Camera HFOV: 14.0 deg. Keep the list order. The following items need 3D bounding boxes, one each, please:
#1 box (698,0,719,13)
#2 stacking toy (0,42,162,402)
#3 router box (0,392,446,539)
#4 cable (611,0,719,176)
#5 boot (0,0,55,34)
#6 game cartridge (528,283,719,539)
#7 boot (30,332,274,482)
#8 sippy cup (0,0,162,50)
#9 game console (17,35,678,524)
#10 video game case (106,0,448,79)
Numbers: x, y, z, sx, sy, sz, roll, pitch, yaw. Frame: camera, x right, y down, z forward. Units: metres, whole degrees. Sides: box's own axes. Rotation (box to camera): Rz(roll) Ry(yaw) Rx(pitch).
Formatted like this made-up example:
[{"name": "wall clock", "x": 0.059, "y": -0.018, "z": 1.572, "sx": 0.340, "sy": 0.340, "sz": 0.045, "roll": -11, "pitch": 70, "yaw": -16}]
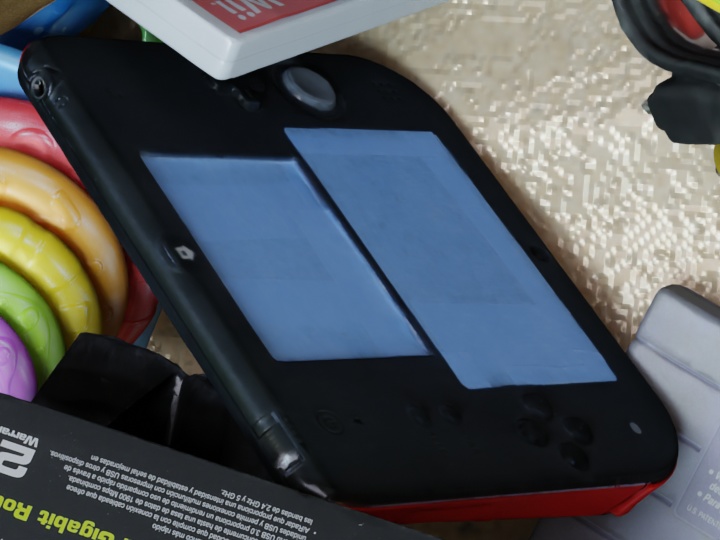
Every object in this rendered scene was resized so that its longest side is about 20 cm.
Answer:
[{"name": "box", "x": 0.076, "y": -0.130, "z": 0.818, "sx": 0.200, "sy": 0.064, "sz": 0.070, "roll": 35, "pitch": 111, "yaw": 36}, {"name": "stacking toy", "x": -0.130, "y": 0.025, "z": 0.936, "sx": 0.109, "sy": 0.200, "sz": 0.116, "roll": 23, "pitch": 125, "yaw": -2}, {"name": "router box", "x": -0.035, "y": 0.122, "z": 0.859, "sx": 0.199, "sy": 0.150, "sz": 0.062, "roll": 18, "pitch": 59, "yaw": 6}, {"name": "cable", "x": 0.128, "y": -0.064, "z": 0.887, "sx": 0.050, "sy": 0.200, "sz": 0.098, "roll": -23, "pitch": 101, "yaw": -13}, {"name": "boot", "x": -0.101, "y": -0.107, "z": 0.877, "sx": 0.074, "sy": 0.075, "sz": 0.200, "roll": 53, "pitch": 140, "yaw": -4}, {"name": "game cartridge", "x": 0.157, "y": 0.104, "z": 0.956, "sx": 0.200, "sy": 0.038, "sz": 0.130, "roll": 32, "pitch": 98, "yaw": 21}, {"name": "boot", "x": -0.006, "y": 0.106, "z": 0.939, "sx": 0.164, "sy": 0.200, "sz": 0.066, "roll": 8, "pitch": 54, "yaw": 24}, {"name": "sippy cup", "x": -0.157, "y": -0.099, "z": 1.052, "sx": 0.131, "sy": 0.139, "sz": 0.178, "roll": -60, "pitch": 40, "yaw": 23}, {"name": "game console", "x": 0.000, "y": 0.000, "z": 0.933, "sx": 0.031, "sy": 0.176, "sz": 0.200, "roll": -52, "pitch": 56, "yaw": 26}, {"name": "video game case", "x": -0.078, "y": -0.138, "z": 1.004, "sx": 0.200, "sy": 0.143, "sz": 0.017, "roll": 37, "pitch": 122, "yaw": 20}]
